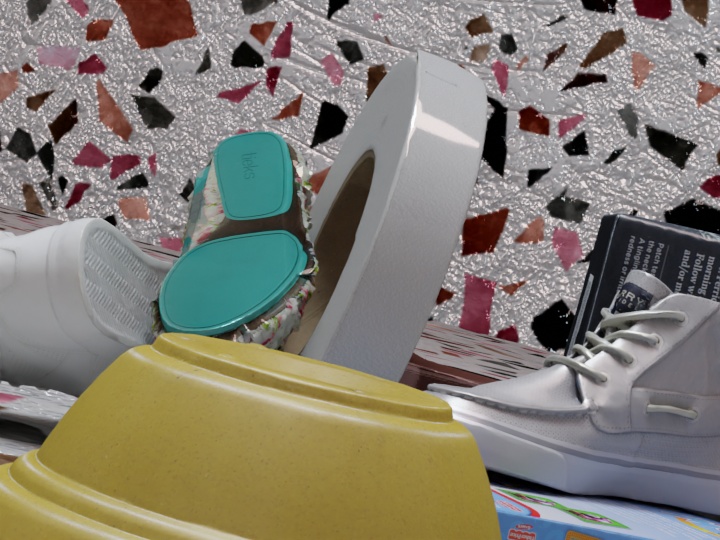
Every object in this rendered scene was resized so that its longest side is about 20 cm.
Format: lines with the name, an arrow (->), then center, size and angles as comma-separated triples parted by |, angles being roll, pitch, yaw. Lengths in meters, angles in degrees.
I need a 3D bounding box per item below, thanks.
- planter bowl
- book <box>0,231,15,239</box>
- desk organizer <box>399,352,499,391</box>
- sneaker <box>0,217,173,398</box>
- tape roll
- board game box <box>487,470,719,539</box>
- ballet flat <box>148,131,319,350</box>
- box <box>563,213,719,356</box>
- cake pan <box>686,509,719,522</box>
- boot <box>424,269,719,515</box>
planter bowl -> -0.025, 0.068, 0.744 | 0.200, 0.084, 0.200 | 15, 2, 0
book -> -0.313, -0.011, 1.662 | 0.200, 0.048, 0.134 | 12, 5, -24
desk organizer -> 0.023, 0.073, 1.212 | 0.077, 0.072, 0.200 | 16, 2, -10
sneaker -> -0.142, 0.030, 1.152 | 0.115, 0.074, 0.200 | -7, -24, 15
tape roll -> 0.000, 0.000, 1.139 | 0.037, 0.203, 0.203 | 23, 0, -10
board game box -> 0.083, 0.110, 1.031 | 0.200, 0.037, 0.151 | 12, 2, -27
ballet flat -> -0.050, 0.004, 1.147 | 0.076, 0.064, 0.200 | -2, 29, 9
box -> 0.201, 0.052, 1.239 | 0.196, 0.124, 0.200 | 16, 2, 3
cake pan -> 0.180, 0.125, 1.286 | 0.200, 0.037, 0.200 | 14, 2, 0
boot -> 0.099, 0.044, 1.067 | 0.200, 0.096, 0.074 | 13, 1, -44
